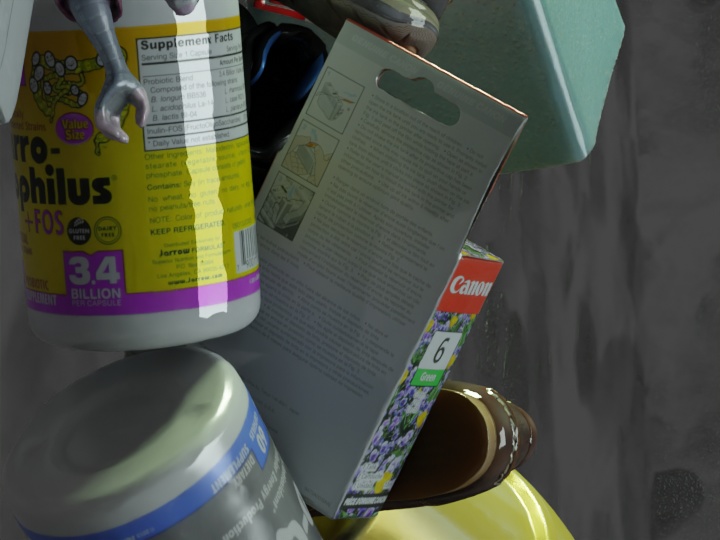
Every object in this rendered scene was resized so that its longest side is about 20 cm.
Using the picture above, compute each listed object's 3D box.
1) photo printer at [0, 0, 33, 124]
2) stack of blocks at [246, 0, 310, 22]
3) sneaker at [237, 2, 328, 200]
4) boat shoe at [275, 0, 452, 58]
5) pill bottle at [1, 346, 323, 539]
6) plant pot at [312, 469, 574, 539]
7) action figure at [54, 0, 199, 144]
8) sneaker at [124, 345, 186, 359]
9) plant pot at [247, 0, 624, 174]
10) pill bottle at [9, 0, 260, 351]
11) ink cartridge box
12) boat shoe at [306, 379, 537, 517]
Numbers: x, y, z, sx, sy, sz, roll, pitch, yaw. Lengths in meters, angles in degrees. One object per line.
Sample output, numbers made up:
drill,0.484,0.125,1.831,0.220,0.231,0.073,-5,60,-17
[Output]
photo printer,-0.164,-0.171,0.857,0.167,0.069,0.201,64,27,-59
stack of blocks,-0.016,-0.187,1.234,0.200,0.058,0.116,-130,-125,-71
sneaker,-0.051,-0.093,1.161,0.073,0.112,0.200,30,36,-20
boat shoe,-0.040,-0.170,1.104,0.073,0.199,0.075,-58,172,-11
pill bottle,-0.066,0.144,1.043,0.114,0.113,0.201,-72,143,-53
plant pot,0.001,0.160,1.256,0.189,0.200,0.201,51,37,-44
action figure,-0.092,-0.149,0.878,0.149,0.134,0.200,47,-6,8
sneaker,-0.064,-0.004,1.220,0.200,0.074,0.089,-27,111,-70
plant pot,0.034,-0.182,1.420,0.196,0.195,0.201,-68,146,-57
pill bottle,-0.101,-0.071,1.026,0.104,0.104,0.201,-33,120,-73
ink cartridge box,0.000,0.000,1.075,0.050,0.109,0.201,8,111,-61
boat shoe,-0.013,0.086,1.144,0.070,0.199,0.071,-1,91,-63
